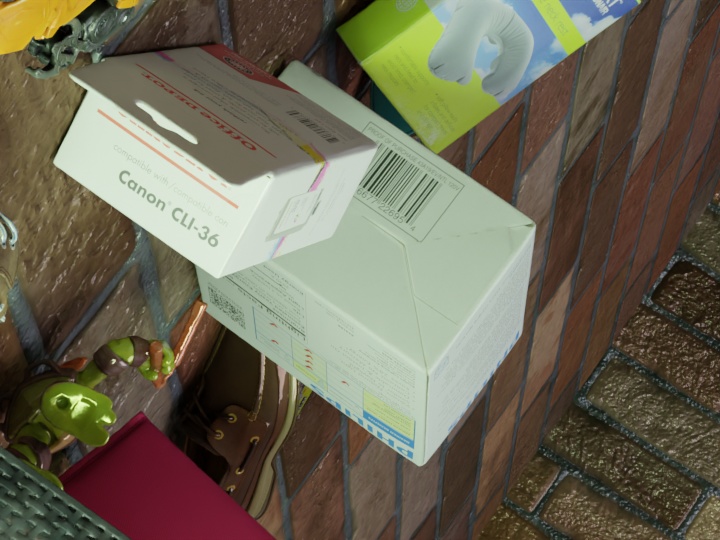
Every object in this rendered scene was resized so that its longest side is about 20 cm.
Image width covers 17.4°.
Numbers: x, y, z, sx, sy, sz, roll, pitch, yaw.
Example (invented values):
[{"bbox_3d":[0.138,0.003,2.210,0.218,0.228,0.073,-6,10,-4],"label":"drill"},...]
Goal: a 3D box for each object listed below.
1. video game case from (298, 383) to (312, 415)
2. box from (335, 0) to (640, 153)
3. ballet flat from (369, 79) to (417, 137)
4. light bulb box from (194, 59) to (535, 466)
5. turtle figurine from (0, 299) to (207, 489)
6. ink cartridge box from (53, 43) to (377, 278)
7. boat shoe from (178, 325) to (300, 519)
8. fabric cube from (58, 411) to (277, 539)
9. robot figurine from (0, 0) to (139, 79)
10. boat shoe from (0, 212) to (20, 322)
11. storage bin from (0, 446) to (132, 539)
[{"bbox_3d":[-0.041,0.040,1.866,0.201,0.025,0.181,-60,167,6],"label":"video game case"},{"bbox_3d":[0.096,-0.177,1.567,0.200,0.048,0.122,-37,140,6],"label":"box"},{"bbox_3d":[0.060,-0.178,1.633,0.063,0.068,0.201,-52,168,-47],"label":"ballet flat"},{"bbox_3d":[0.000,0.000,1.536,0.125,0.198,0.200,-51,167,-16],"label":"light bulb box"},{"bbox_3d":[-0.171,0.080,1.367,0.200,0.065,0.161,-39,-173,-1],"label":"turtle figurine"},{"bbox_3d":[-0.083,-0.061,1.270,0.068,0.116,0.200,-61,166,17],"label":"ink cartridge box"},{"bbox_3d":[-0.094,0.110,1.724,0.067,0.072,0.201,-15,132,-36],"label":"boat shoe"},{"bbox_3d":[-0.156,0.250,1.479,0.200,0.199,0.196,-53,171,36],"label":"fabric cube"},{"bbox_3d":[-0.133,-0.151,1.004,0.146,0.058,0.200,-62,166,20],"label":"robot figurine"},{"bbox_3d":[-0.200,-0.002,1.105,0.073,0.072,0.200,-57,178,-23],"label":"boat shoe"},{"bbox_3d":[-0.199,0.171,1.197,0.094,0.199,0.136,-42,161,-44],"label":"storage bin"}]
